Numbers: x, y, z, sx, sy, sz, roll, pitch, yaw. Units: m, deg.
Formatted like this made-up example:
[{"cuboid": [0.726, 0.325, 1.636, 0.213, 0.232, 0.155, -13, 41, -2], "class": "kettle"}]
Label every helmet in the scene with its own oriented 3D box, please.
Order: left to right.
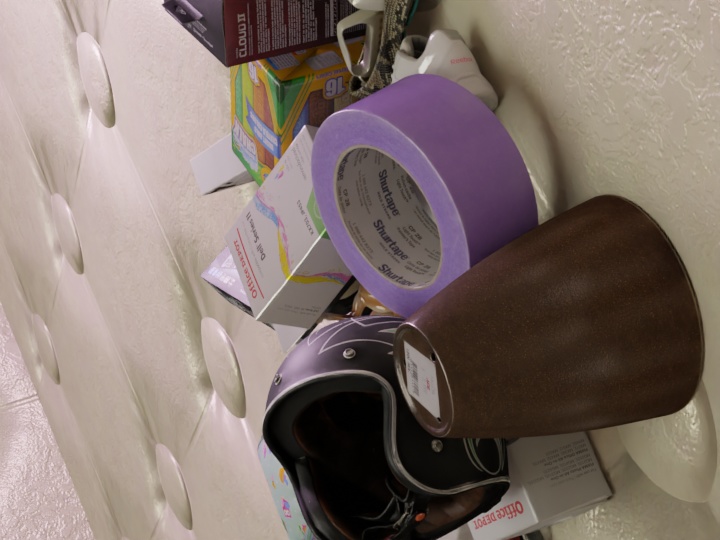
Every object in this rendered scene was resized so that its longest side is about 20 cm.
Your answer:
[{"cuboid": [0.020, 0.132, 1.456, 0.191, 0.200, 0.200, 63, 156, 20], "class": "helmet"}]

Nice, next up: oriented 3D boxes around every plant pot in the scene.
[{"cuboid": [0.133, 0.057, 1.353, 0.187, 0.200, 0.187, 48, 148, 45], "class": "plant pot"}]

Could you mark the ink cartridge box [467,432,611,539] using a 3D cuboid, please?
[{"cuboid": [0.131, 0.142, 1.570, 0.200, 0.083, 0.145, 69, 156, 11], "class": "ink cartridge box"}]

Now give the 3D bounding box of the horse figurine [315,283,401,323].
[{"cuboid": [0.000, 0.000, 1.678, 0.132, 0.050, 0.200, -26, 74, 28], "class": "horse figurine"}]

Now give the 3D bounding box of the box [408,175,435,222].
[{"cuboid": [0.091, -0.051, 1.582, 0.119, 0.041, 0.200, 70, 160, 6], "class": "box"}]

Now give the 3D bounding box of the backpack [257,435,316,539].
[{"cuboid": [-0.023, 0.218, 1.902, 0.200, 0.153, 0.176, -55, 50, 54], "class": "backpack"}]

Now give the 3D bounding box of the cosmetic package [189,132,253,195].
[{"cuboid": [-0.126, -0.133, 1.966, 0.200, 0.082, 0.051, -18, 92, 68], "class": "cosmetic package"}]

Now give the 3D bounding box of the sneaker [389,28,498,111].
[{"cuboid": [0.056, -0.161, 1.556, 0.200, 0.078, 0.100, -32, 70, 58], "class": "sneaker"}]

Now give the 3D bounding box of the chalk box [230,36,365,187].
[{"cuboid": [-0.055, -0.149, 1.733, 0.124, 0.124, 0.200, 49, 147, 43], "class": "chalk box"}]

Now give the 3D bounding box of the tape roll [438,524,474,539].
[{"cuboid": [0.082, 0.194, 1.727, 0.203, 0.037, 0.203, 174, 90, -74], "class": "tape roll"}]

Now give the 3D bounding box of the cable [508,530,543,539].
[{"cuboid": [0.125, 0.248, 1.703, 0.200, 0.050, 0.097, 52, 152, 40], "class": "cable"}]

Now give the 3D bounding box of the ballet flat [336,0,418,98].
[{"cuboid": [0.017, -0.231, 1.566, 0.200, 0.075, 0.068, 98, 164, -47], "class": "ballet flat"}]

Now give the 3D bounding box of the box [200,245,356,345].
[{"cuboid": [-0.070, -0.016, 1.827, 0.050, 0.158, 0.200, 44, 172, -29], "class": "box"}]

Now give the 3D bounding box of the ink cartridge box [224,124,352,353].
[{"cuboid": [-0.062, -0.026, 1.643, 0.200, 0.067, 0.117, -52, 44, 32], "class": "ink cartridge box"}]

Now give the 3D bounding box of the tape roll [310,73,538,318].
[{"cuboid": [0.052, -0.062, 1.466, 0.200, 0.085, 0.200, 34, 140, 35], "class": "tape roll"}]

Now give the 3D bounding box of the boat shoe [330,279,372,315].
[{"cuboid": [-0.035, 0.012, 1.865, 0.063, 0.074, 0.201, 51, 167, -28], "class": "boat shoe"}]

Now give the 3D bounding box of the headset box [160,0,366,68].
[{"cuboid": [-0.088, -0.269, 1.625, 0.149, 0.200, 0.077, 44, 144, 48], "class": "headset box"}]
